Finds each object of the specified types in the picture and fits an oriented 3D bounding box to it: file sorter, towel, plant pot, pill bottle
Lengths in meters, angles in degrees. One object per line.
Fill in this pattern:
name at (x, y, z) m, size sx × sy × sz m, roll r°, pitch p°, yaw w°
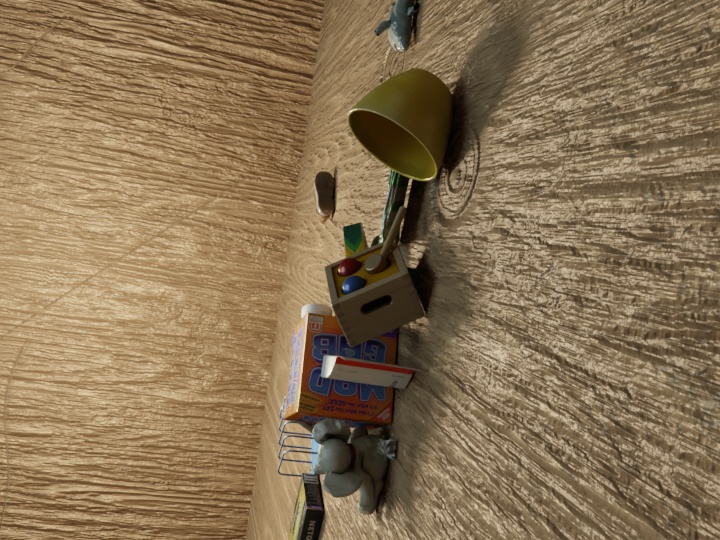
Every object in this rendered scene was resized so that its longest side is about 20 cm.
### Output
file sorter at (-0.174, 0.481, 2.218) m, size 0.202 × 0.120 × 0.140 m, roll -94°, pitch 18°, yaw -45°
towel at (0.079, -0.149, 1.584) m, size 0.152 × 0.023 × 0.204 m, roll -30°, pitch -49°, yaw -72°
plant pot at (0.093, -0.287, 1.414) m, size 0.143 × 0.198 × 0.200 m, roll -57°, pitch 7°, yaw -14°
pill bottle at (-0.131, 0.207, 2.215) m, size 0.116 × 0.113 × 0.204 m, roll 120°, pitch 155°, yaw -59°

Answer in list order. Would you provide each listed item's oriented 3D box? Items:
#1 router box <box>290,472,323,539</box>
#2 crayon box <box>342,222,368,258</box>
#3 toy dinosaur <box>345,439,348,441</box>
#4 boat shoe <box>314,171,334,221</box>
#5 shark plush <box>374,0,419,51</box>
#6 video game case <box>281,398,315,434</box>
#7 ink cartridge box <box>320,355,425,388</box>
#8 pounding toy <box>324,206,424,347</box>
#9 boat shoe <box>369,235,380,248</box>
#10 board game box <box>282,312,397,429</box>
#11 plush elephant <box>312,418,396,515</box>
router box at (-0.153, 0.702, 2.136) m, size 0.158 × 0.051 × 0.204 m, roll -113°, pitch 33°, yaw -67°
crayon box at (0.000, 0.000, 1.788) m, size 0.202 × 0.050 × 0.127 m, roll -97°, pitch -7°, yaw -50°
toy dinosaur at (-0.055, 0.449, 1.805) m, size 0.103 × 0.076 × 0.203 m, roll -77°, pitch 6°, yaw -61°
boat shoe at (-0.129, -0.254, 2.607) m, size 0.072 × 0.074 × 0.203 m, roll 111°, pitch 164°, yaw -51°
shark plush at (0.119, -0.615, 1.818) m, size 0.083 × 0.090 × 0.203 m, roll 12°, pitch 73°, yaw 58°
video game case at (-0.089, 0.273, 1.774) m, size 0.022 × 0.183 × 0.203 m, roll 10°, pitch 64°, yaw 38°
ink cartridge box at (0.020, 0.194, 1.431) m, size 0.200 × 0.157 × 0.048 m, roll 164°, pitch 116°, yaw -76°
pounding toy at (0.034, 0.007, 1.464) m, size 0.185 × 0.197 × 0.144 m, roll -107°, pitch -7°, yaw -62°
boat shoe at (0.040, 0.026, 1.660) m, size 0.063 × 0.072 × 0.205 m, roll 142°, pitch 128°, yaw -65°
board game box at (-0.046, 0.221, 1.621) m, size 0.200 × 0.196 × 0.204 m, roll 134°, pitch 143°, yaw -69°
plush elephant at (-0.027, 0.383, 1.521) m, size 0.201 × 0.152 × 0.167 m, roll 117°, pitch 154°, yaw -52°
